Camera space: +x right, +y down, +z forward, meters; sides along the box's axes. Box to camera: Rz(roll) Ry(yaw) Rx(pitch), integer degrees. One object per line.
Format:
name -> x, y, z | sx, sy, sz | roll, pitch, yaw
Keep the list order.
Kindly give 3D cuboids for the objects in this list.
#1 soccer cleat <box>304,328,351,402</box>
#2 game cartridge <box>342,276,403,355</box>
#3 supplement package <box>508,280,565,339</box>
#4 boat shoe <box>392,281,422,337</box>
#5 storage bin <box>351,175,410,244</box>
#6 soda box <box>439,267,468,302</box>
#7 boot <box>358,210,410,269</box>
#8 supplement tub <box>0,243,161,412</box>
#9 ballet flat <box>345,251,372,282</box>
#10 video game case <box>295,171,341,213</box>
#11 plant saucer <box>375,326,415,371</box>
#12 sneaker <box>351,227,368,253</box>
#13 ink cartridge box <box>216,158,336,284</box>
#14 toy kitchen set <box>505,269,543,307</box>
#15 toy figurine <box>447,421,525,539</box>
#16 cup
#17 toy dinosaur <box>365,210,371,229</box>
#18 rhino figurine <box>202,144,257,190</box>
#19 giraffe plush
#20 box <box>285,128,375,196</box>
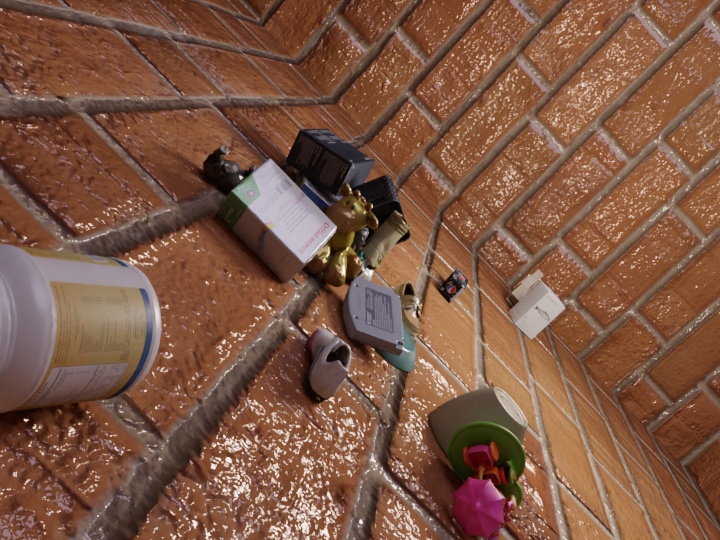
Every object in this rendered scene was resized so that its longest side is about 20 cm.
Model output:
soccer cleat -> -0.046, 0.145, 1.216 | 0.070, 0.086, 0.201 | 40, 16, -17
game cartridge -> 0.026, 0.094, 1.530 | 0.131, 0.041, 0.202 | 25, 29, -14
supplement package -> 0.749, 0.169, 3.024 | 0.116, 0.200, 0.118 | 39, 16, -16
boat shoe -> 0.122, 0.092, 1.822 | 0.074, 0.066, 0.201 | 37, 18, -27
storage bin -> 0.053, -0.157, 1.998 | 0.201, 0.132, 0.095 | 63, 9, -55
soda box -> 0.323, 0.050, 2.443 | 0.063, 0.071, 0.200 | 45, 15, 4
boot -> 0.067, -0.085, 1.927 | 0.073, 0.156, 0.200 | 42, 4, 5
supplement tub -> -0.301, 0.054, 0.665 | 0.145, 0.145, 0.199 | 51, 16, 20
ballet flat -> 0.000, 0.000, 1.738 | 0.069, 0.067, 0.200 | 53, 16, -3
video game case -> -0.097, -0.195, 1.994 | 0.199, 0.045, 0.182 | 41, 17, -19
plant saucer -> 0.063, 0.139, 1.612 | 0.199, 0.036, 0.201 | 42, 17, -15
sneaker -> -0.050, -0.088, 1.766 | 0.114, 0.076, 0.200 | 34, -12, -4
ink cartridge box -> -0.164, -0.098, 1.414 | 0.200, 0.087, 0.146 | 43, 44, -3
toy kitchen set -> 0.786, 0.144, 3.290 | 0.181, 0.199, 0.164 | 49, -25, 12
toy figurine -> 0.223, 0.409, 1.269 | 0.204, 0.147, 0.185 | 66, 24, -17
cup -> 0.260, 0.327, 1.467 | 0.200, 0.143, 0.201 | 42, 17, -15
toy dinosaur -> -0.002, -0.119, 1.870 | 0.047, 0.088, 0.201 | 45, -13, 24
rhino figurine -> -0.252, -0.189, 1.518 | 0.199, 0.086, 0.061 | 35, 58, -39
giraffe plush -> -0.041, -0.091, 1.576 | 0.171, 0.163, 0.201 | 34, 35, -3
box -> -0.081, -0.305, 1.985 | 0.180, 0.105, 0.200 | 34, 20, 12
